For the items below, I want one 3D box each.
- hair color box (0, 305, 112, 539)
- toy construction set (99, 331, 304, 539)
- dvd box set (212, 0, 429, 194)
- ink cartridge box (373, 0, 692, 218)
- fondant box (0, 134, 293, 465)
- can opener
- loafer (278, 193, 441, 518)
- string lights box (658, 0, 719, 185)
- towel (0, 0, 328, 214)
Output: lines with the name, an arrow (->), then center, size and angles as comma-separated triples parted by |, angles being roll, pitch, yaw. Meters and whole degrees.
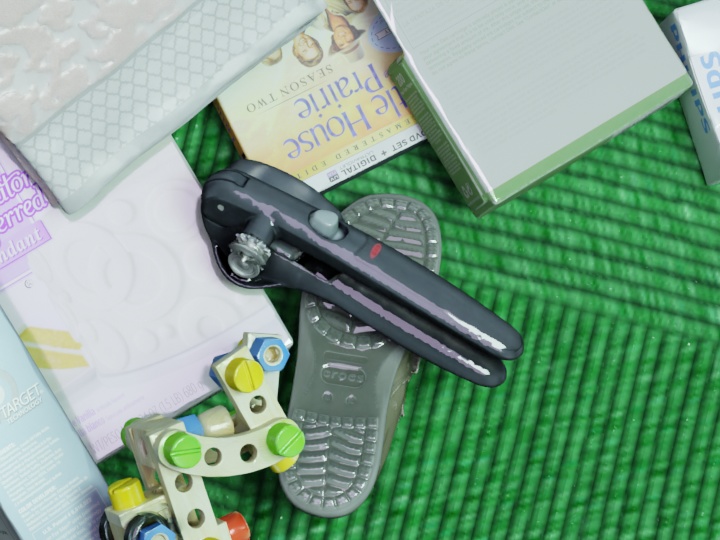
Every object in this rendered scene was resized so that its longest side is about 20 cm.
hair color box -> -0.198, 0.093, 1.380 | 0.061, 0.099, 0.200 | -35, 104, -23
toy construction set -> -0.063, 0.143, 1.348 | 0.131, 0.092, 0.201 | -24, 90, -25
dvd box set -> -0.032, -0.150, 1.474 | 0.146, 0.029, 0.201 | -26, 88, -7
ink cartridge box -> 0.078, -0.152, 1.451 | 0.145, 0.048, 0.200 | -31, 88, -15
fondant box -> -0.150, -0.005, 1.440 | 0.144, 0.058, 0.200 | -31, 88, -7
can opener -> 0.000, 0.000, 1.390 | 0.200, 0.063, 0.079 | 30, 58, 9
loafer -> -0.004, 0.051, 1.446 | 0.075, 0.070, 0.201 | 16, 69, 6
string lights box -> 0.285, -0.129, 1.484 | 0.199, 0.059, 0.103 | -17, 87, -6
towel -> -0.131, -0.152, 1.355 | 0.200, 0.032, 0.191 | -39, 129, -7
